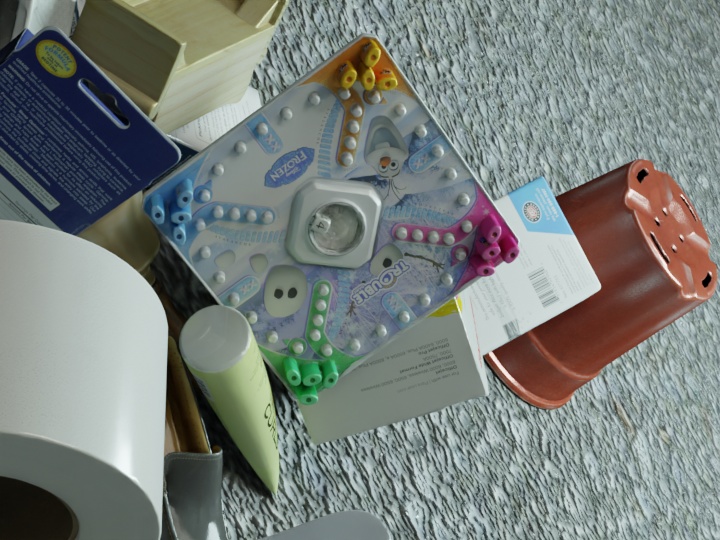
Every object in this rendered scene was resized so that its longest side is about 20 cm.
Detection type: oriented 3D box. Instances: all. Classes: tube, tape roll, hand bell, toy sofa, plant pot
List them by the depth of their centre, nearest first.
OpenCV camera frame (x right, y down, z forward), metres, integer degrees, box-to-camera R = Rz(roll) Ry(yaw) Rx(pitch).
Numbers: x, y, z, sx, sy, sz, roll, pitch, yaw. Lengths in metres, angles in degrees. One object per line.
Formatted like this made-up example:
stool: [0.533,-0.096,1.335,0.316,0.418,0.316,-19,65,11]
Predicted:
tape roll: [-0.209,0.086,1.018,0.202,0.202,0.140,33,41,-37]
tube: [-0.083,0.091,1.286,0.058,0.052,0.201,-56,157,-21]
hand bell: [-0.151,0.019,1.297,0.201,0.103,0.105,59,28,-28]
toy sofa: [-0.140,-0.169,1.347,0.082,0.098,0.200,33,28,9]
plant pot: [0.223,0.002,1.727,0.200,0.194,0.202,35,38,-34]

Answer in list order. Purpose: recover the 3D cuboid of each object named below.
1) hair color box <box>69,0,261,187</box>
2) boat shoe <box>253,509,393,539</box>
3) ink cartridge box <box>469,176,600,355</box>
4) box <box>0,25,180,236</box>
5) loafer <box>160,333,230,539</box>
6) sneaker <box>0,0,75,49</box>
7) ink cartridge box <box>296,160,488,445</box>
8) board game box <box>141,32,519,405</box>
hair color box: [-0.160,-0.122,1.399,0.199,0.060,0.101,24,43,-45]
boat shoe: [-0.072,0.212,1.174,0.057,0.198,0.069,88,-14,-45]
ink cartridge box: [0.098,0.016,1.597,0.117,0.199,0.068,62,-13,5]
box: [-0.216,-0.071,1.139,0.121,0.199,0.033,45,33,-23]
loafer: [-0.125,0.140,1.221,0.073,0.072,0.201,-16,79,-59]
sneaker: [-0.268,-0.135,1.255,0.071,0.098,0.202,32,70,-61]
ink cartridge box: [0.000,0.000,1.365,0.148,0.143,0.202,-92,164,-65]
board game box: [-0.017,-0.029,1.246,0.201,0.199,0.026,52,6,-24]
